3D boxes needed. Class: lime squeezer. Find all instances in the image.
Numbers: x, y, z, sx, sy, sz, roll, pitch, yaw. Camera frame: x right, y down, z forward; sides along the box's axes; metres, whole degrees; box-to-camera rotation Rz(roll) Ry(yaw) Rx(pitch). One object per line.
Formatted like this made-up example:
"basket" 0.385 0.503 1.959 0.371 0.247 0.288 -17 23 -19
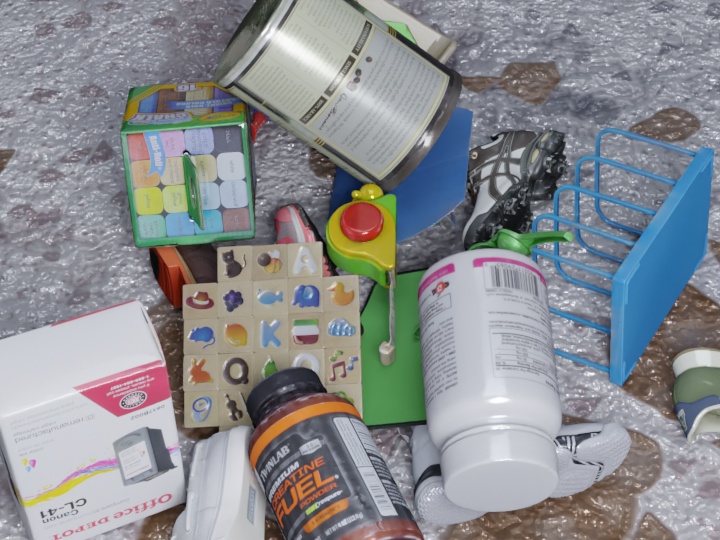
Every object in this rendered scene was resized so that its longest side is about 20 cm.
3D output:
"lime squeezer" 0.120 -0.009 1.545 0.038 0.200 0.071 52 39 -6

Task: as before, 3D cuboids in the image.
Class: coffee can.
"coffee can" -0.022 -0.188 1.690 0.200 0.146 0.146 34 46 -16

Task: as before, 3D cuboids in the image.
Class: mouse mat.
"mouse mat" 0.046 0.068 1.592 0.161 0.008 0.200 -9 41 37

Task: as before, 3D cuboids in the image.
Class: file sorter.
"file sorter" 0.239 -0.022 1.642 0.123 0.139 0.200 21 50 25

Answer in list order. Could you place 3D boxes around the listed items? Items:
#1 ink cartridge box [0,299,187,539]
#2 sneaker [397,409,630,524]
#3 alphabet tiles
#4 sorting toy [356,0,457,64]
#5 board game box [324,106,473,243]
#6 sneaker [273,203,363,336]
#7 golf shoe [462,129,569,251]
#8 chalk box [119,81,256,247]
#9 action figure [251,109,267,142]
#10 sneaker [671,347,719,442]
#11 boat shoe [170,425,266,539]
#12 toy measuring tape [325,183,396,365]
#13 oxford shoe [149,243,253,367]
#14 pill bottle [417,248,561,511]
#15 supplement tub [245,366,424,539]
"ink cartridge box" -0.234 0.135 1.468 0.147 0.200 0.086 -19 48 -14
"sneaker" 0.131 0.146 1.526 0.200 0.075 0.115 -15 50 -7
"alphabet tiles" -0.081 0.074 1.572 0.166 0.006 0.200 -4 78 10
"sorting toy" -0.025 -0.229 1.834 0.200 0.036 0.185 31 68 14
"board game box" 0.047 -0.084 1.760 0.158 0.039 0.200 -17 40 24
"sneaker" -0.067 0.009 1.673 0.087 0.074 0.200 -28 41 4
"golf shoe" 0.135 -0.076 1.749 0.094 0.078 0.200 14 39 24
"chalk box" -0.168 -0.100 1.699 0.124 0.125 0.200 -4 21 -1
"action figure" -0.104 -0.237 1.895 0.065 0.099 0.200 13 46 13
"sneaker" 0.379 0.126 1.547 0.200 0.067 0.090 4 54 7
"boat shoe" -0.127 0.221 1.478 0.068 0.072 0.200 -14 50 20
"toy measuring tape" 0.000 0.000 1.630 0.073 0.074 0.200 0 56 2
"oxford shoe" -0.133 0.027 1.659 0.072 0.071 0.200 -20 48 -21
"pill bottle" 0.109 0.092 1.450 0.113 0.113 0.200 -3 57 0
"supplement tub" -0.030 0.179 1.470 0.107 0.107 0.200 -19 54 -15
